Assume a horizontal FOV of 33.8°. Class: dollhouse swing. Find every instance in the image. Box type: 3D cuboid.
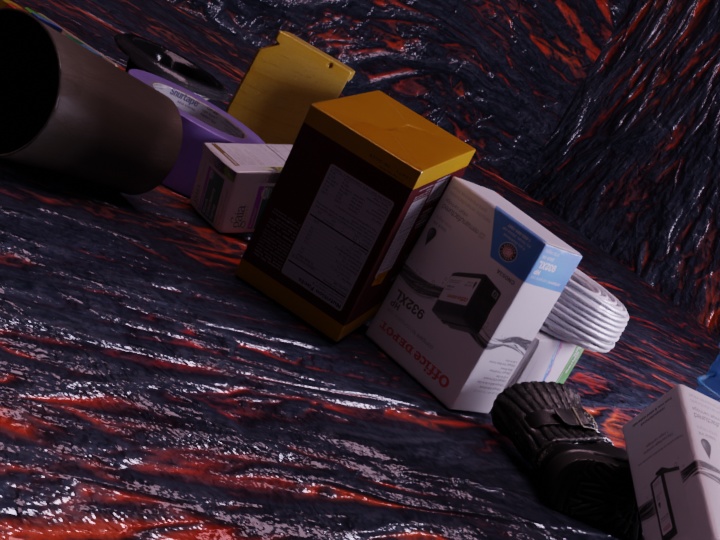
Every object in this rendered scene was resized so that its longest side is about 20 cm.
[{"bbox_3d":[-0.120,-0.260,1.831,0.180,0.202,0.176,26,13,-22],"label":"dollhouse swing"}]

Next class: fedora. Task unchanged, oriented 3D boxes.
[{"bbox_3d":[-0.281,-0.256,1.676,0.199,0.092,0.201,30,11,-7],"label":"fedora"}]

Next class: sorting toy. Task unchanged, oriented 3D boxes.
[{"bbox_3d":[-0.464,-0.348,1.735,0.184,0.037,0.200,34,12,12],"label":"sorting toy"}]

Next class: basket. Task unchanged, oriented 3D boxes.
[{"bbox_3d":[-0.282,-0.155,1.178,0.179,0.137,0.199,33,7,36],"label":"basket"}]

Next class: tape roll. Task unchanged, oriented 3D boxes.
[{"bbox_3d":[-0.220,-0.164,1.479,0.198,0.086,0.200,29,12,-7],"label":"tape roll"}]

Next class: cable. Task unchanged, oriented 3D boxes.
[{"bbox_3d":[0.240,0.025,1.476,0.198,0.070,0.200,27,13,-22],"label":"cable"}]

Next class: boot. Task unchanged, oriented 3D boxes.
[{"bbox_3d":[0.242,0.191,1.197,0.209,0.080,0.158,26,13,-23],"label":"boot"}]

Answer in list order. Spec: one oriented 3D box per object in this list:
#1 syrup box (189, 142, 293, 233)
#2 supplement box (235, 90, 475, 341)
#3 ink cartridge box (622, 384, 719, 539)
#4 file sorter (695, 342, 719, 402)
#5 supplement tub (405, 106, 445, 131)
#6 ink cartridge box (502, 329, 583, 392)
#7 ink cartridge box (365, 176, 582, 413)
[{"bbox_3d":[-0.096,-0.099,1.407,0.198,0.080,0.081,-4,33,-41],"label":"syrup box"},{"bbox_3d":[-0.002,-0.064,1.256,0.132,0.202,0.197,32,21,12],"label":"supplement box"},{"bbox_3d":[0.327,0.225,1.060,0.145,0.084,0.202,24,41,-25],"label":"ink cartridge box"},{"bbox_3d":[0.417,0.194,1.335,0.138,0.202,0.122,35,15,23],"label":"file sorter"},{"bbox_3d":[0.045,-0.130,1.719,0.106,0.202,0.107,30,12,-7],"label":"supplement tub"},{"bbox_3d":[0.181,0.081,1.482,0.144,0.085,0.199,36,13,24],"label":"ink cartridge box"},{"bbox_3d":[0.117,0.027,1.256,0.145,0.202,0.083,39,17,36],"label":"ink cartridge box"}]
